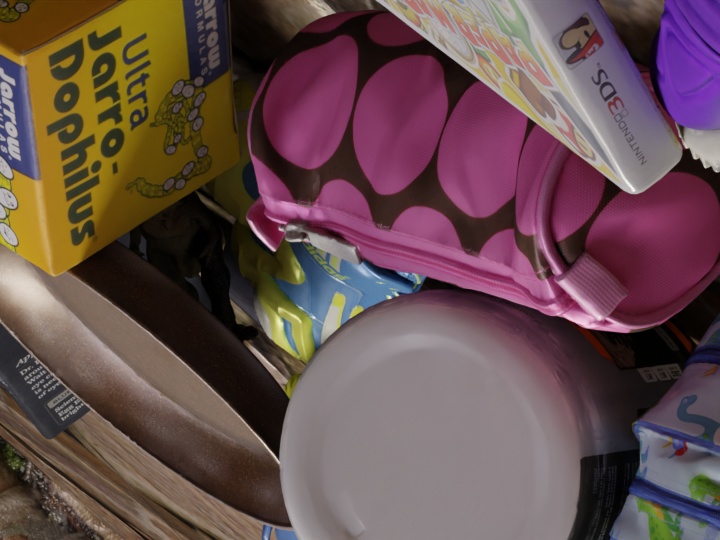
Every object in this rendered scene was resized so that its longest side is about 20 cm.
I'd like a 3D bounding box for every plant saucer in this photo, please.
[{"bbox_3d":[-0.093,0.036,1.120,0.200,0.032,0.200,35,162,13],"label":"plant saucer"}]

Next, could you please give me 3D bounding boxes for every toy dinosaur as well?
[{"bbox_3d":[-0.076,-0.002,1.165,0.200,0.047,0.088,51,-159,-81],"label":"toy dinosaur"}]

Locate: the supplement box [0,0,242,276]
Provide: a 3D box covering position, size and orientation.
[{"bbox_3d":[-0.157,-0.103,1.069,0.200,0.109,0.109,29,138,33],"label":"supplement box"}]

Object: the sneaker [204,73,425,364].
[{"bbox_3d":[0.000,0.000,1.147,0.105,0.076,0.200,27,162,37],"label":"sneaker"}]

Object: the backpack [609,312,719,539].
[{"bbox_3d":[0.180,0.094,0.890,0.163,0.154,0.200,29,154,58],"label":"backpack"}]

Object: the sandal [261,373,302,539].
[{"bbox_3d":[-0.010,0.110,1.264,0.079,0.087,0.200,13,158,3],"label":"sandal"}]

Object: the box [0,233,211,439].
[{"bbox_3d":[-0.189,-0.050,1.297,0.197,0.117,0.200,49,171,24],"label":"box"}]

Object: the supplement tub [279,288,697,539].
[{"bbox_3d":[0.064,0.066,0.978,0.122,0.123,0.200,33,-167,21],"label":"supplement tub"}]

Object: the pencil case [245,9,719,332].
[{"bbox_3d":[0.041,-0.033,0.883,0.200,0.094,0.091,15,145,57],"label":"pencil case"}]

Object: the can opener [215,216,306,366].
[{"bbox_3d":[-0.033,0.033,1.386,0.200,0.079,0.063,47,170,12],"label":"can opener"}]

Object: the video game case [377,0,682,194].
[{"bbox_3d":[-0.005,-0.125,0.717,0.182,0.023,0.200,55,173,-37],"label":"video game case"}]

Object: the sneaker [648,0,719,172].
[{"bbox_3d":[0.104,-0.082,0.626,0.100,0.069,0.200,60,173,-6],"label":"sneaker"}]
